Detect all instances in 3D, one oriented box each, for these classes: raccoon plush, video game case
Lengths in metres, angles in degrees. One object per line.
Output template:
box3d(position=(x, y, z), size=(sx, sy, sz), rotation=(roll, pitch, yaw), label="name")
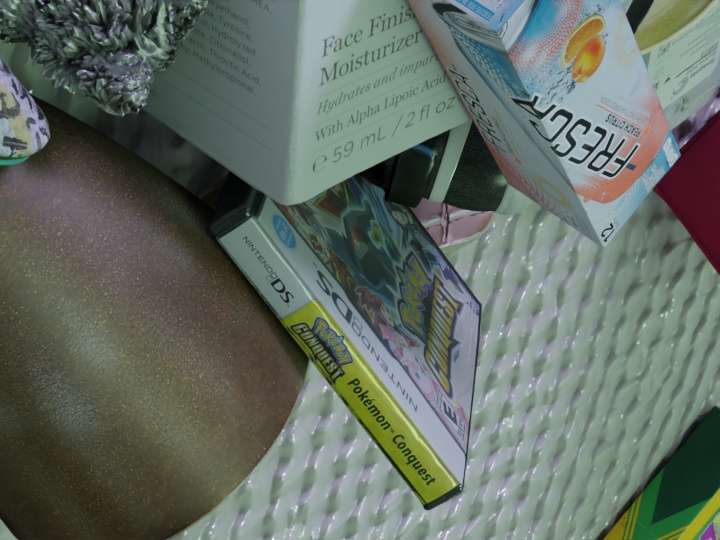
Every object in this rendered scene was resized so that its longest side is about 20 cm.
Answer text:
box3d(position=(-0.157, -0.129, 0.861), size=(0.200, 0.134, 0.097), rotation=(6, 114, -53), label="raccoon plush")
box3d(position=(0.000, 0.000, 1.070), size=(0.025, 0.200, 0.181), rotation=(-31, 109, 20), label="video game case")

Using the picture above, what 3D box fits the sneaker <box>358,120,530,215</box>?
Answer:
box3d(position=(0.036, -0.128, 1.118), size=(0.111, 0.201, 0.073), rotation=(5, 152, -11), label="sneaker")

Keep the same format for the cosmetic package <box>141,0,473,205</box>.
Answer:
box3d(position=(-0.023, -0.173, 0.959), size=(0.164, 0.165, 0.201), rotation=(-28, 138, -35), label="cosmetic package")

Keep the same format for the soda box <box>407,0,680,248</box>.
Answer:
box3d(position=(0.084, -0.091, 0.949), size=(0.064, 0.068, 0.200), rotation=(-49, 148, -8), label="soda box")

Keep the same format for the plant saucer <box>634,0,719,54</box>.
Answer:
box3d(position=(0.107, -0.198, 1.089), size=(0.200, 0.200, 0.031), rotation=(-49, 172, -7), label="plant saucer")

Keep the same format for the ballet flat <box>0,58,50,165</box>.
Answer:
box3d(position=(-0.206, -0.098, 0.826), size=(0.199, 0.072, 0.072), rotation=(18, 108, -25), label="ballet flat")

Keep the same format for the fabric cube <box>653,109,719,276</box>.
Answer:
box3d(position=(0.357, -0.069, 1.426), size=(0.200, 0.197, 0.199), rotation=(-29, 168, -33), label="fabric cube")

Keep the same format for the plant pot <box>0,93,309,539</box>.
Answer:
box3d(position=(-0.152, 0.004, 0.975), size=(0.187, 0.187, 0.200), rotation=(-47, 131, -10), label="plant pot")

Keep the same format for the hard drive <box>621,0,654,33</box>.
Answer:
box3d(position=(0.089, -0.218, 0.994), size=(0.038, 0.201, 0.140), rotation=(-21, 160, -18), label="hard drive")

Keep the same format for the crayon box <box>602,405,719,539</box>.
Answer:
box3d(position=(0.287, 0.232, 1.788), size=(0.173, 0.058, 0.200), rotation=(-48, 145, -7), label="crayon box")

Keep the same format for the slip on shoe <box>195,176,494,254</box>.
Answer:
box3d(position=(-0.018, -0.026, 1.190), size=(0.199, 0.076, 0.061), rotation=(-14, 175, -32), label="slip on shoe")

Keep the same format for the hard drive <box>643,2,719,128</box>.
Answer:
box3d(position=(0.194, -0.160, 1.305), size=(0.139, 0.038, 0.200), rotation=(-35, 152, -27), label="hard drive")
